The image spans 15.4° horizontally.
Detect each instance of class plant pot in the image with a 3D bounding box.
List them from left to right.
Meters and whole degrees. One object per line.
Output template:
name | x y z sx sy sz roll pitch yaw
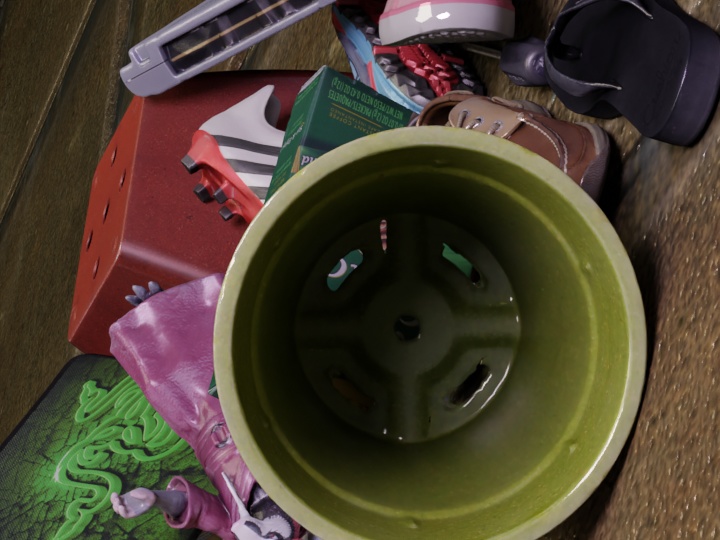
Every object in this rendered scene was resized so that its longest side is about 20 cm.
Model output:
plant pot | -0.084 -0.016 1.725 0.200 0.175 0.201 127 153 -56
plant pot | 0.027 0.031 1.305 0.190 0.199 0.202 -140 64 -86

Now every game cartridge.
game cartridge | -0.044 -0.174 1.643 0.199 0.041 0.133 -23 14 37

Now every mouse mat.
mouse mat | -0.145 0.114 1.585 0.200 0.160 0.008 -54 -36 -49

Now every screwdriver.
screwdriver | 0.085 -0.121 1.520 0.200 0.029 0.028 -132 57 -81

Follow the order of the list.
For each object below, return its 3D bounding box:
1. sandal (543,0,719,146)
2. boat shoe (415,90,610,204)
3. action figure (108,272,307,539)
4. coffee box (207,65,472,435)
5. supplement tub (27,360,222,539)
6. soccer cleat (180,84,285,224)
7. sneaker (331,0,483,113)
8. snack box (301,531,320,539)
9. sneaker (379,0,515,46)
sandal | 0.124 -0.110 1.305 0.200 0.043 0.077 -144 69 -74
boat shoe | 0.073 -0.053 1.383 0.200 0.071 0.076 -149 74 -75
action figure | -0.072 0.101 1.517 0.149 0.133 0.201 66 -178 -60
coffee box | 0.000 0.000 1.463 0.044 0.122 0.201 -39 29 55
supplement tub | -0.132 0.172 1.695 0.146 0.144 0.201 -96 1 -53
soccer cleat | -0.021 -0.033 1.597 0.085 0.200 0.069 -42 -26 -12
sneaker | 0.014 -0.106 1.640 0.200 0.079 0.096 -106 32 -63
snack box | -0.020 0.170 1.558 0.200 0.053 0.143 143 141 -67
sneaker | 0.047 -0.179 1.500 0.200 0.075 0.106 -74 -18 -83
